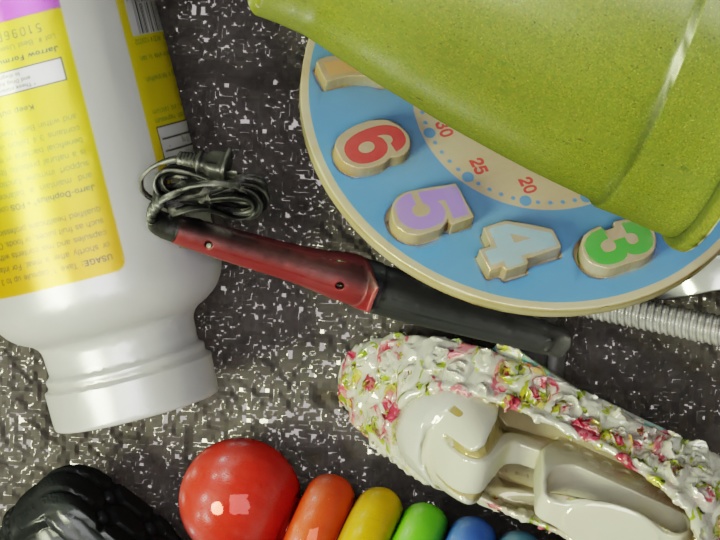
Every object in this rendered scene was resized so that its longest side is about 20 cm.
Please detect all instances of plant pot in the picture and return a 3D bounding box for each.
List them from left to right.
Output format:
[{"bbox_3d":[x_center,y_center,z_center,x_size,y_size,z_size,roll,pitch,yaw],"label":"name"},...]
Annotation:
[{"bbox_3d":[0.065,-0.132,1.132,0.193,0.200,0.201,18,94,-4],"label":"plant pot"}]

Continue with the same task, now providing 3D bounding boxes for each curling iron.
[{"bbox_3d":[0.000,0.000,1.228,0.200,0.050,0.026,24,50,-19],"label":"curling iron"}]

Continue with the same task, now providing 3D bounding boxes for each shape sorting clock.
[{"bbox_3d":[0.074,-0.071,1.240,0.200,0.039,0.200,5,57,-8],"label":"shape sorting clock"}]

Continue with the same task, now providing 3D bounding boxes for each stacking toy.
[{"bbox_3d":[0.016,0.128,1.290,0.200,0.085,0.085,25,94,5],"label":"stacking toy"}]

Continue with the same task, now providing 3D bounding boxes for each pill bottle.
[{"bbox_3d":[-0.120,-0.036,1.258,0.104,0.104,0.200,-14,94,1],"label":"pill bottle"}]

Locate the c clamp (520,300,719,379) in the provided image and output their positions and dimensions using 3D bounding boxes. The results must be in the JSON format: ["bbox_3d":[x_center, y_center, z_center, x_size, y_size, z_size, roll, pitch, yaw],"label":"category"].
[{"bbox_3d":[0.132,0.044,1.267,0.200,0.027,0.171,17,116,13],"label":"c clamp"}]

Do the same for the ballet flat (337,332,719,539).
[{"bbox_3d":[0.075,0.081,1.261,0.200,0.064,0.076,18,119,15],"label":"ballet flat"}]

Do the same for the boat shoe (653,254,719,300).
[{"bbox_3d":[0.217,-0.036,1.277,0.200,0.071,0.064,-11,95,2],"label":"boat shoe"}]

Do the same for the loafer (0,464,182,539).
[{"bbox_3d":[-0.077,0.168,1.296,0.200,0.068,0.070,40,114,-8],"label":"loafer"}]
